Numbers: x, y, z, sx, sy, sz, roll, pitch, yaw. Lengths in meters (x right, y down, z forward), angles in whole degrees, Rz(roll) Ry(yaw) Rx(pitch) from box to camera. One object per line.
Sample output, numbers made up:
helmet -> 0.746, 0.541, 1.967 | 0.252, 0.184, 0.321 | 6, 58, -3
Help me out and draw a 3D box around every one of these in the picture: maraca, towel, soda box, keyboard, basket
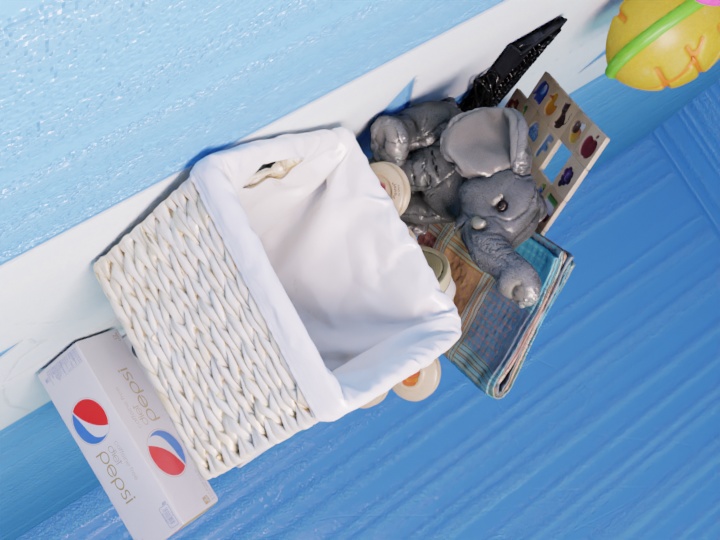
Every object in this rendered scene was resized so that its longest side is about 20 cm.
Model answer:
maraca -> 0.332, -0.255, 1.052 | 0.198, 0.108, 0.137 | -32, 177, -14
towel -> 0.104, 0.012, 0.975 | 0.021, 0.200, 0.149 | 17, 105, -36
soda box -> -0.224, 0.162, 1.000 | 0.063, 0.202, 0.068 | -34, 174, 24
keyboard -> 0.145, -0.179, 1.056 | 0.103, 0.040, 0.200 | -33, 173, -19
basket -> -0.059, 0.023, 0.791 | 0.160, 0.202, 0.197 | -34, 174, 33

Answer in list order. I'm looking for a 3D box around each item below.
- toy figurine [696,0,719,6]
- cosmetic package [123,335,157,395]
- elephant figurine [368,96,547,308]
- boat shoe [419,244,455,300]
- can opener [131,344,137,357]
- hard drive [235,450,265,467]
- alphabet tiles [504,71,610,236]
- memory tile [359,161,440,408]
toy figurine -> 0.318, -0.285, 0.824 | 0.182, 0.151, 0.202 | -17, 144, -36
cosmetic package -> -0.210, 0.114, 1.193 | 0.073, 0.103, 0.200 | -30, 175, -9
elephant figurine -> 0.106, -0.069, 0.903 | 0.141, 0.198, 0.158 | 5, 102, -58
boat shoe -> 0.000, 0.000, 0.991 | 0.075, 0.198, 0.069 | -51, 146, -25
can opener -> -0.191, 0.031, 0.945 | 0.066, 0.054, 0.200 | 6, 156, -23
hard drive -> -0.085, 0.084, 0.958 | 0.199, 0.132, 0.026 | -27, 160, -51
alphabet tiles -> 0.157, -0.099, 1.011 | 0.169, 0.007, 0.201 | -58, -156, 22
memory tile -> -0.012, 0.019, 0.889 | 0.151, 0.204, 0.017 | -11, 180, 31
